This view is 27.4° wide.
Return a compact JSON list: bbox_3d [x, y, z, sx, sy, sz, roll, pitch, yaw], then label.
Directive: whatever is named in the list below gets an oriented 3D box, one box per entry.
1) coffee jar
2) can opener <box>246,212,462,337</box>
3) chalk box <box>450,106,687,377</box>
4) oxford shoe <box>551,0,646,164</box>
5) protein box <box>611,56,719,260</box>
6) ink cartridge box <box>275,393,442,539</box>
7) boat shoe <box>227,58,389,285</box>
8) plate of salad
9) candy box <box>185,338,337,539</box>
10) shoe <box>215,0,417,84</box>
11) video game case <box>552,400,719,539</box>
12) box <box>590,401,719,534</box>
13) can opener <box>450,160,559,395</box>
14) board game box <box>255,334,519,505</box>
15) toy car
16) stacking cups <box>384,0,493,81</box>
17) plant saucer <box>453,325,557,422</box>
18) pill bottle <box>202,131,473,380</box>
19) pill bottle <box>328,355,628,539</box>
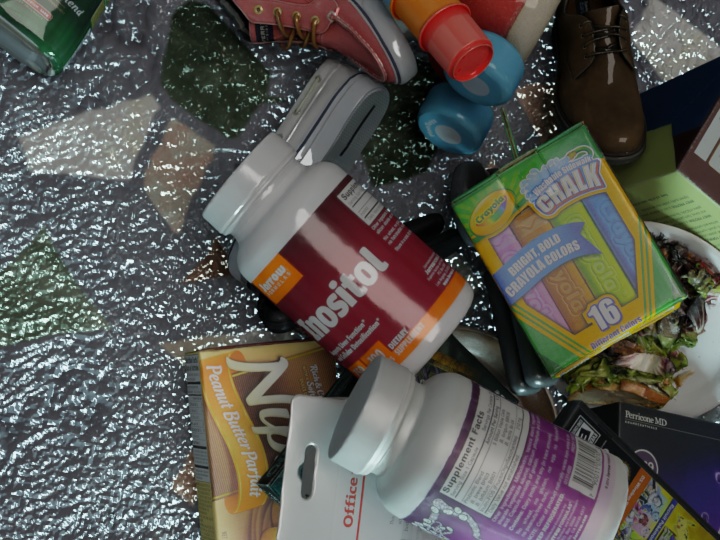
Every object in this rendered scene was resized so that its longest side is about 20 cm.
[{"bbox_3d":[-0.223,-0.261,1.171,0.104,0.085,0.201,37,76,-11],"label":"coffee jar"},{"bbox_3d":[0.000,0.000,1.228,0.199,0.079,0.064,-17,50,-24],"label":"can opener"},{"bbox_3d":[0.151,-0.031,1.158,0.123,0.124,0.201,-31,81,6],"label":"chalk box"},{"bbox_3d":[0.199,-0.177,1.252,0.072,0.085,0.201,-7,55,-4],"label":"oxford shoe"},{"bbox_3d":[0.323,-0.060,1.264,0.200,0.198,0.135,38,73,-11],"label":"protein box"},{"bbox_3d":[0.019,0.160,1.137,0.199,0.068,0.117,10,82,-26],"label":"ink cartridge box"},{"bbox_3d":[-0.054,-0.082,1.224,0.067,0.074,0.200,36,89,30],"label":"boat shoe"},{"bbox_3d":[0.234,0.052,1.248,0.200,0.200,0.048,45,32,-9],"label":"plate of salad"},{"bbox_3d":[-0.073,0.159,1.197,0.115,0.055,0.202,-4,86,-22],"label":"candy box"},{"bbox_3d":[-0.044,-0.202,1.199,0.091,0.072,0.200,-34,61,-12],"label":"shoe"},{"bbox_3d":[0.174,0.236,1.149,0.181,0.025,0.200,43,70,-12],"label":"video game case"},{"bbox_3d":[0.275,0.202,1.266,0.199,0.079,0.142,14,69,-26],"label":"box"},{"bbox_3d":[0.118,0.007,1.253,0.066,0.053,0.202,-8,76,-28],"label":"can opener"},{"bbox_3d":[0.025,0.138,1.197,0.135,0.028,0.200,45,69,-15],"label":"board game box"},{"bbox_3d":[0.060,-0.236,1.225,0.199,0.177,0.185,29,67,0],"label":"toy car"},{"bbox_3d":[0.037,-0.228,1.140,0.060,0.061,0.200,-29,63,-17],"label":"stacking cups"},{"bbox_3d":[0.074,0.148,1.257,0.199,0.034,0.202,2,84,-18],"label":"plant saucer"},{"bbox_3d":[-0.020,-0.008,1.128,0.200,0.113,0.113,41,75,-2],"label":"pill bottle"},{"bbox_3d":[0.081,0.142,1.059,0.199,0.112,0.113,28,78,-6],"label":"pill bottle"}]
